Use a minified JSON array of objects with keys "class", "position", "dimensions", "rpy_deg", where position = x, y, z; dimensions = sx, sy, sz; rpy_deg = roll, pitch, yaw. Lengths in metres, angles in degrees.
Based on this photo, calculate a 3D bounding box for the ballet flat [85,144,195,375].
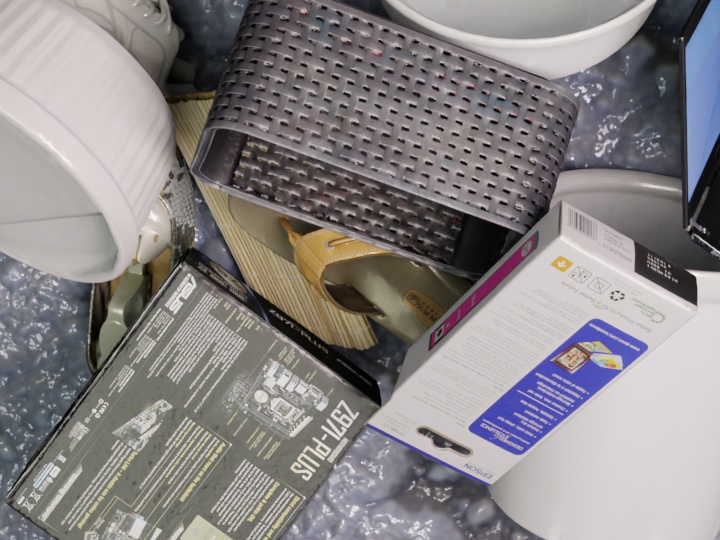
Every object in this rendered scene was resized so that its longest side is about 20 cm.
[{"class":"ballet flat","position":[-0.155,0.000,1.263],"dimensions":[0.072,0.072,0.201],"rpy_deg":[11,110,10]}]

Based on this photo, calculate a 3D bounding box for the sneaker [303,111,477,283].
[{"class":"sneaker","position":[0.016,-0.019,1.227],"dimensions":[0.200,0.077,0.082],"rpy_deg":[50,138,-5]}]

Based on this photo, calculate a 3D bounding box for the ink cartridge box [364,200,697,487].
[{"class":"ink cartridge box","position":[0.094,0.048,1.047],"dimensions":[0.095,0.037,0.200],"rpy_deg":[28,130,-18]}]

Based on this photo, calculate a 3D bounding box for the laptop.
[{"class":"laptop","position":[0.258,-0.077,1.068],"dimensions":[0.200,0.177,0.103],"rpy_deg":[36,128,0]}]

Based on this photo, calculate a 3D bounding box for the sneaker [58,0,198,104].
[{"class":"sneaker","position":[-0.162,-0.168,1.175],"dimensions":[0.081,0.075,0.200],"rpy_deg":[-10,144,7]}]

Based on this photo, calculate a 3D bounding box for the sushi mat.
[{"class":"sushi mat","position":[-0.062,-0.032,1.218],"dimensions":[0.096,0.012,0.200],"rpy_deg":[1,126,42]}]

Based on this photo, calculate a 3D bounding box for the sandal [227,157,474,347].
[{"class":"sandal","position":[0.000,0.000,1.154],"dimensions":[0.200,0.054,0.080],"rpy_deg":[38,126,2]}]

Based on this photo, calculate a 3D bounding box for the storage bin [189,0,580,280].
[{"class":"storage bin","position":[0.012,-0.078,1.068],"dimensions":[0.200,0.135,0.094],"rpy_deg":[19,76,-7]}]

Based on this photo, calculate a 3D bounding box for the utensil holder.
[{"class":"utensil holder","position":[0.170,0.058,1.151],"dimensions":[0.170,0.170,0.200],"rpy_deg":[13,112,9]}]

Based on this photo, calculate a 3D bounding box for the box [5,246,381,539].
[{"class":"box","position":[-0.109,0.113,1.213],"dimensions":[0.164,0.086,0.200],"rpy_deg":[36,95,-6]}]

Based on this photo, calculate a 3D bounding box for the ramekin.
[{"class":"ramekin","position":[-0.206,-0.090,1.141],"dimensions":[0.202,0.094,0.202],"rpy_deg":[26,153,14]}]

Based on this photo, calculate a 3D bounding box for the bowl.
[{"class":"bowl","position":[0.094,-0.180,1.099],"dimensions":[0.201,0.201,0.090],"rpy_deg":[11,144,10]}]
